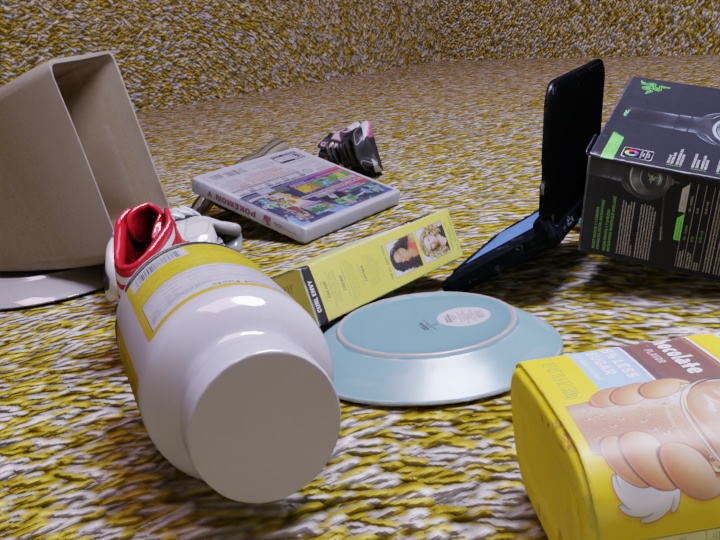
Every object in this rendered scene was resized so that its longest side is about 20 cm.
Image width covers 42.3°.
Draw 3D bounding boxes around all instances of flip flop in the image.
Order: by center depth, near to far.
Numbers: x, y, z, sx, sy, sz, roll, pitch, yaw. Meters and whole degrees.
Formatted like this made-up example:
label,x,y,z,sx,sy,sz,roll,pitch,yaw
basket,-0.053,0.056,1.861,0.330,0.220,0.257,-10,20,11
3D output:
label,x,y,z,sx,sy,sz,roll,pitch,yaw
flip flop,-0.153,-0.114,1.245,0.081,0.058,0.200,-32,6,41

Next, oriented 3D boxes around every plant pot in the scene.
label,x,y,z,sx,sy,sz,roll,pitch,yaw
plant pot,-0.337,-0.105,0.993,0.174,0.203,0.200,-16,15,7

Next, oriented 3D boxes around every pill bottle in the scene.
label,x,y,z,sx,sy,sz,roll,pitch,yaw
pill bottle,-0.080,0.056,0.551,0.110,0.114,0.200,-11,17,-18

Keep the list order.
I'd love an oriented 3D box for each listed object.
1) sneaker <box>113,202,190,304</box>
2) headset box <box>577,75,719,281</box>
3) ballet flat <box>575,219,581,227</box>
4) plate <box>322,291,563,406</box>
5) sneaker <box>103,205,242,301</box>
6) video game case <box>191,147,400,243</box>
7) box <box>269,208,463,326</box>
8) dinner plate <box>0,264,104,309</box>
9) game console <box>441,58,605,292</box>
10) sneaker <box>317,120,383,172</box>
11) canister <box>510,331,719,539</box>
label,x,y,z,sx,sy,sz,roll,pitch,yaw
sneaker,-0.142,-0.008,0.781,0.077,0.118,0.200,-3,16,11
headset box,0.289,-0.079,0.781,0.197,0.094,0.174,14,38,23
ballet flat,0.264,-0.065,0.943,0.071,0.073,0.200,-11,22,-17
plate,0.050,0.048,0.688,0.197,0.026,0.200,-6,16,2
sneaker,-0.185,-0.019,0.930,0.080,0.076,0.200,9,20,17
video game case,-0.076,-0.098,1.150,0.180,0.023,0.199,25,29,28
box,0.000,0.000,0.794,0.075,0.051,0.199,-17,5,43
dinner plate,-0.340,0.000,0.998,0.196,0.025,0.200,-5,17,1
game console,0.149,-0.086,0.834,0.175,0.118,0.200,-29,2,32
sneaker,-0.021,-0.180,1.437,0.085,0.082,0.200,-20,9,-5
canister,0.180,0.079,0.425,0.196,0.088,0.149,-8,16,-3
